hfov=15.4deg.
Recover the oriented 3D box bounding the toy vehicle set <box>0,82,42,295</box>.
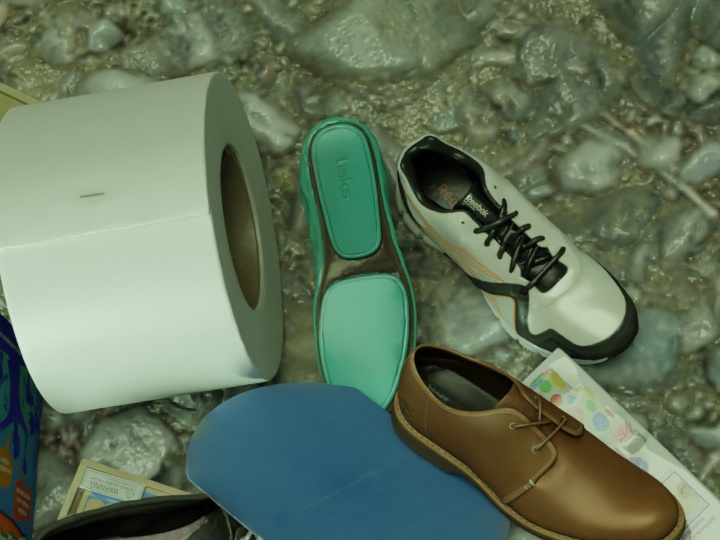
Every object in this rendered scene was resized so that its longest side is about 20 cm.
[{"bbox_3d":[-0.285,-0.038,1.831,0.124,0.027,0.200,26,78,19],"label":"toy vehicle set"}]

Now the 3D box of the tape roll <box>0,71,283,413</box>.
[{"bbox_3d":[-0.139,-0.017,1.700,0.139,0.203,0.203,-9,69,10],"label":"tape roll"}]

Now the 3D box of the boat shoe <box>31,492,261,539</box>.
[{"bbox_3d":[-0.109,0.169,1.637,0.200,0.057,0.067,-10,60,-12],"label":"boat shoe"}]

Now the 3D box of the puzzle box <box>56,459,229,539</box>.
[{"bbox_3d":[-0.104,0.207,1.664,0.200,0.025,0.133,17,59,3],"label":"puzzle box"}]

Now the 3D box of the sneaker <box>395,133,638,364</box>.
[{"bbox_3d":[0.094,-0.013,1.714,0.200,0.080,0.074,38,81,20],"label":"sneaker"}]

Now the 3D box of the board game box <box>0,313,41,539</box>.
[{"bbox_3d":[-0.250,0.127,1.698,0.045,0.152,0.200,-2,71,11],"label":"board game box"}]

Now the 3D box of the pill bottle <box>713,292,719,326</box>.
[{"bbox_3d":[0.312,-0.033,1.653,0.113,0.113,0.200,26,78,19],"label":"pill bottle"}]

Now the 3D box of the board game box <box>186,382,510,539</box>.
[{"bbox_3d":[-0.013,0.146,1.613,0.200,0.039,0.158,36,39,28],"label":"board game box"}]

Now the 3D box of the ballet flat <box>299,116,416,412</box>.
[{"bbox_3d":[0.000,0.000,1.728,0.067,0.070,0.200,-7,90,3],"label":"ballet flat"}]

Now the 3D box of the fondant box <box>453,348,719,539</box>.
[{"bbox_3d":[0.143,0.169,1.649,0.144,0.058,0.200,-44,69,-4],"label":"fondant box"}]

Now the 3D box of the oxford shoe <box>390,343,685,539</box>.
[{"bbox_3d":[0.105,0.108,1.603,0.200,0.071,0.071,27,55,17],"label":"oxford shoe"}]
